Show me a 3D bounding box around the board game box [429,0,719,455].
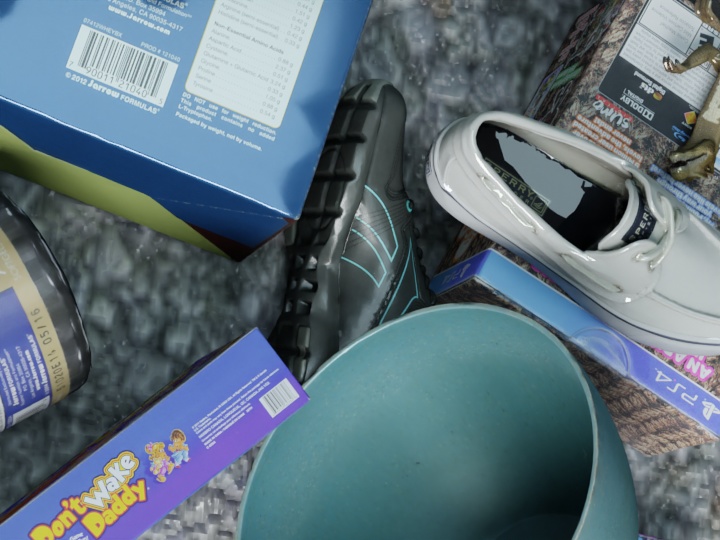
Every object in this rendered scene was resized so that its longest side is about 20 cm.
[{"bbox_3d":[0.155,-0.028,1.306,0.159,0.097,0.201,33,73,-9],"label":"board game box"}]

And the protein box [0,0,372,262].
[{"bbox_3d":[-0.104,-0.141,1.225,0.197,0.135,0.201,22,75,-12],"label":"protein box"}]

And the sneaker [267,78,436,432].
[{"bbox_3d":[0.000,0.000,1.277,0.079,0.075,0.202,14,85,-26],"label":"sneaker"}]

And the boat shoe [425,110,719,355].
[{"bbox_3d":[0.129,-0.022,1.211,0.199,0.066,0.072,33,73,-8],"label":"boat shoe"}]

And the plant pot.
[{"bbox_3d":[0.058,0.135,1.180,0.135,0.199,0.201,42,67,-44],"label":"plant pot"}]

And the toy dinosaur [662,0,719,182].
[{"bbox_3d":[0.230,-0.117,1.275,0.199,0.058,0.102,-27,104,-13],"label":"toy dinosaur"}]

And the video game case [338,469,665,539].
[{"bbox_3d":[0.066,0.212,1.271,0.199,0.036,0.183,14,77,-15],"label":"video game case"}]

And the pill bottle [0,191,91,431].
[{"bbox_3d":[-0.240,0.051,1.164,0.199,0.112,0.112,-28,90,-20],"label":"pill bottle"}]

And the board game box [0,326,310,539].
[{"bbox_3d":[-0.129,0.113,1.176,0.200,0.134,0.045,-38,92,-19],"label":"board game box"}]

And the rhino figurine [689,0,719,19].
[{"bbox_3d":[0.181,-0.210,1.365,0.087,0.060,0.200,-37,90,-11],"label":"rhino figurine"}]
